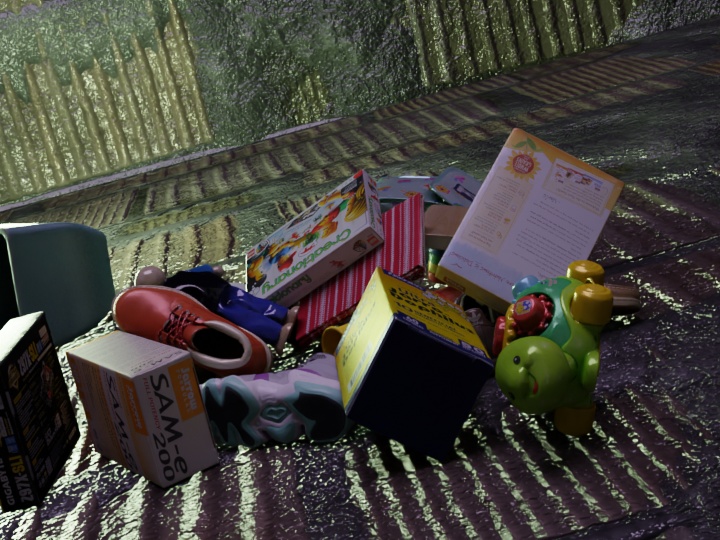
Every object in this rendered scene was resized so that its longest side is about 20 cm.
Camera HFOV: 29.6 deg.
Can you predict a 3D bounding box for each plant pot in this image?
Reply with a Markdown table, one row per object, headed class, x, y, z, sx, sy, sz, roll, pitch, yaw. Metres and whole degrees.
| class | x | y | z | sx | sy | sz | roll | pitch | yaw |
| --- | --- | --- | --- | --- | --- | --- | --- | --- | --- |
| plant pot | -0.496 | 0.014 | 2.121 | 0.199 | 0.199 | 0.194 | -16 | 11 | -42 |

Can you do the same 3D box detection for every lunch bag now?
| class | x | y | z | sx | sy | sz | roll | pitch | yaw |
| --- | --- | --- | --- | --- | --- | --- | --- | --- | --- |
| lunch bag | 0.105 | -0.079 | 1.999 | 0.197 | 0.124 | 0.170 | -1 | 15 | 17 |

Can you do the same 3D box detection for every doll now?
| class | x | y | z | sx | sy | sz | roll | pitch | yaw |
| --- | --- | --- | --- | --- | --- | --- | --- | --- | --- |
| doll | -0.176 | 0.039 | 1.628 | 0.198 | 0.049 | 0.137 | 21 | 31 | 1 |

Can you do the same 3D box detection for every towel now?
| class | x | y | z | sx | sy | sz | roll | pitch | yaw |
| --- | --- | --- | --- | --- | --- | --- | --- | --- | --- |
| towel | 0.000 | 0.000 | 1.657 | 0.199 | 0.022 | 0.146 | -32 | 34 | 25 |

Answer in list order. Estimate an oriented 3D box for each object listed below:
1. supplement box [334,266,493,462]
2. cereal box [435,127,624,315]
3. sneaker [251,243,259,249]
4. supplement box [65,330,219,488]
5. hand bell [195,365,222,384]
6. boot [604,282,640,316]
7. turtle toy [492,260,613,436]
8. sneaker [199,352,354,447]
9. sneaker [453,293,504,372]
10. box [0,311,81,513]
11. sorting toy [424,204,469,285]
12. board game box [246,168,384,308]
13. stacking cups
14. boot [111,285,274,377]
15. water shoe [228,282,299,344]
| class | x | y | z | sx | sy | sz | roll | pitch | yaw |
| --- | --- | --- | --- | --- | --- | --- | --- | --- | --- |
| supplement box | 0.048 | 0.088 | 1.355 | 0.108 | 0.110 | 0.200 | 25 | 10 | -10 |
| cereal box | 0.188 | -0.045 | 1.507 | 0.201 | 0.143 | 0.040 | -59 | -7 | -22 |
| sneaker | -0.096 | 0.019 | 1.847 | 0.074 | 0.108 | 0.199 | -21 | 16 | -26 |
| supplement box | -0.239 | 0.145 | 1.473 | 0.073 | 0.128 | 0.199 | -21 | 15 | -29 |
| hand bell | -0.174 | 0.111 | 1.671 | 0.103 | 0.106 | 0.200 | -9 | 2 | 20 |
| boot | 0.236 | -0.032 | 1.567 | 0.198 | 0.157 | 0.073 | 9 | -11 | 28 |
| turtle toy | 0.173 | 0.074 | 1.259 | 0.100 | 0.148 | 0.200 | 7 | 16 | 3 |
| sneaker | -0.074 | 0.133 | 1.478 | 0.198 | 0.079 | 0.140 | 3 | 19 | 24 |
| sneaker | 0.137 | 0.052 | 1.552 | 0.070 | 0.076 | 0.200 | -14 | 15 | 2 |
| box | -0.372 | 0.152 | 1.510 | 0.049 | 0.162 | 0.200 | -14 | 15 | 5 |
| sorting toy | 0.171 | -0.026 | 1.731 | 0.196 | 0.071 | 0.200 | 5 | 14 | 11 |
| board game box | -0.060 | -0.029 | 1.711 | 0.199 | 0.035 | 0.127 | -35 | 32 | 19 |
| stacking cups | 0.045 | 0.067 | 1.642 | 0.199 | 0.061 | 0.060 | -20 | 15 | -38 |
| boot | -0.195 | 0.064 | 1.513 | 0.198 | 0.076 | 0.107 | 21 | -6 | 11 |
| water shoe | -0.136 | 0.069 | 1.772 | 0.079 | 0.072 | 0.199 | -33 | 27 | -34 |
